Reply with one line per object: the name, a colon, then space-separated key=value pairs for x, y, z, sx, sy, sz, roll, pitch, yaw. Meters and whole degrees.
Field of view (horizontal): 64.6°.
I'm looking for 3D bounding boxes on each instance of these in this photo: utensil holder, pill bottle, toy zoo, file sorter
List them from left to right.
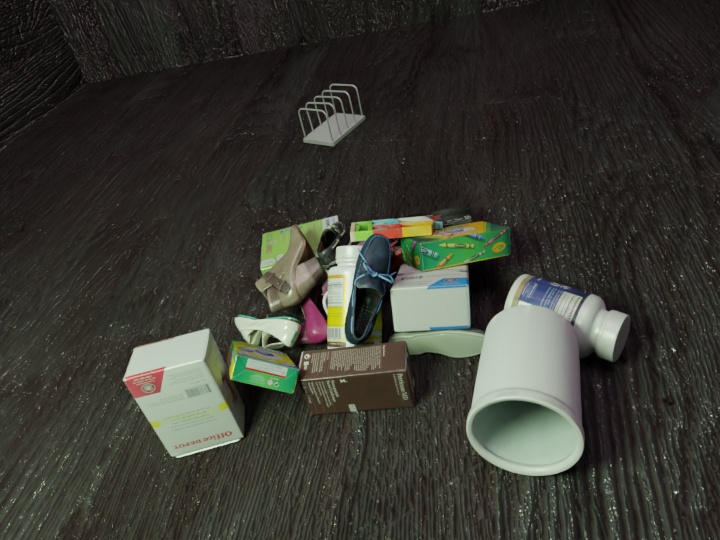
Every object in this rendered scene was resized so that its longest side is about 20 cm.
file sorter: x=-0.101 y=-0.534 z=1.948 sx=0.136 sy=0.127 sz=0.200 roll=14 pitch=47 yaw=34
pill bottle: x=-0.011 y=0.058 z=1.101 sx=0.106 sy=0.206 sz=0.109 roll=1 pitch=-4 yaw=0
toy zoo: x=0.076 y=-0.090 z=1.201 sx=0.194 sy=0.021 sz=0.131 roll=-5 pitch=14 yaw=2
utensil holder: x=0.261 y=0.179 z=0.889 sx=0.165 sy=0.173 sz=0.202 roll=2 pitch=38 yaw=21
pill bottle: x=0.365 y=0.086 z=1.014 sx=0.197 sy=0.113 sz=0.111 roll=21 pitch=49 yaw=38

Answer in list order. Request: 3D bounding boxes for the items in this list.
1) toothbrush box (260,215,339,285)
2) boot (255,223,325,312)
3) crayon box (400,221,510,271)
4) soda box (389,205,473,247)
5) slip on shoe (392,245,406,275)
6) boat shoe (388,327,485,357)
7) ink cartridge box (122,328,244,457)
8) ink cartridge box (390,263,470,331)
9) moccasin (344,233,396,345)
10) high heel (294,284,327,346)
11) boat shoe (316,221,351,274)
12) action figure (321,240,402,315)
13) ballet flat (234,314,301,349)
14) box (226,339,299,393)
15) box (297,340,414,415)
toothbrush box: x=-0.133 y=-0.037 z=1.366 sx=0.195 sy=0.088 sz=0.147 roll=-15 pitch=38 yaw=2
boot: x=-0.164 y=-0.005 z=1.240 sx=0.144 sy=0.071 sz=0.201 roll=-34 pitch=42 yaw=0
crayon box: x=0.193 y=-0.052 z=1.169 sx=0.195 sy=0.060 sz=0.119 roll=-11 pitch=13 yaw=-14
soda box: x=0.168 y=-0.096 z=1.351 sx=0.194 sy=0.064 sz=0.072 roll=-9 pitch=37 yaw=8
slip on shoe: x=0.119 y=-0.009 z=1.258 sx=0.194 sy=0.075 sz=0.062 roll=2 pitch=42 yaw=14
boat shoe: x=0.149 y=0.119 z=1.083 sx=0.195 sy=0.074 sz=0.063 roll=-4 pitch=42 yaw=23
ink cartridge box: x=-0.303 y=0.220 z=1.011 sx=0.141 sy=0.204 sz=0.084 roll=-14 pitch=33 yaw=1
ink cartridge box: x=0.141 y=0.044 z=1.109 sx=0.142 sy=0.087 sz=0.200 roll=-4 pitch=12 yaw=12
moccasin: x=0.023 y=0.034 z=1.017 sx=0.078 sy=0.206 sz=0.068 roll=10 pitch=-6 yaw=-8
high heel: x=-0.091 y=0.072 z=1.229 sx=0.094 sy=0.068 sz=0.204 roll=-12 pitch=51 yaw=20
boat shoe: x=-0.060 y=-0.064 z=1.236 sx=0.073 sy=0.061 sz=0.202 roll=-27 pitch=26 yaw=20
action figure: x=0.000 y=0.000 z=1.205 sx=0.199 sy=0.135 sz=0.149 roll=-38 pitch=-2 yaw=12
ballet flat: x=-0.205 y=0.130 z=1.196 sx=0.196 sy=0.070 sz=0.070 roll=-2 pitch=37 yaw=40
box: x=-0.184 y=0.172 z=1.049 sx=0.115 sy=0.050 sz=0.199 roll=17 pitch=-5 yaw=-16
box: x=-0.005 y=0.195 z=1.020 sx=0.194 sy=0.102 sz=0.076 roll=-9 pitch=38 yaw=10
